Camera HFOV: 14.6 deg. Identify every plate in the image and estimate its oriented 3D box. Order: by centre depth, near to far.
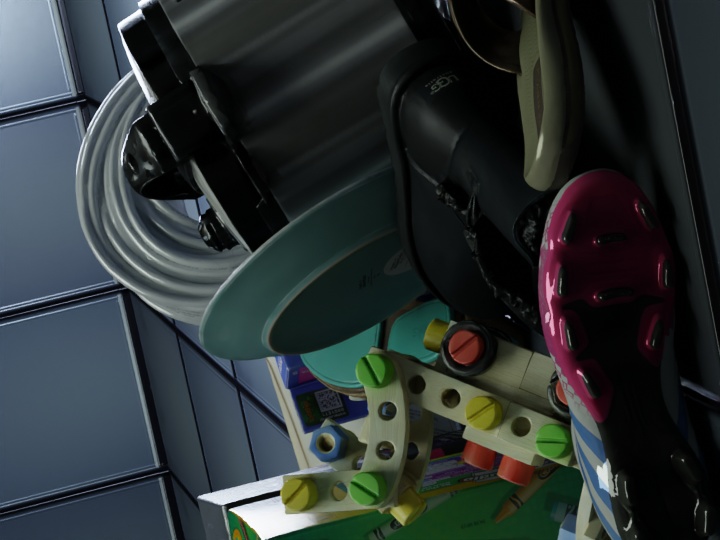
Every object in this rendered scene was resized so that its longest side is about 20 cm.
[{"bbox_3d":[0.000,0.000,1.606,0.026,0.200,0.200,58,163,20],"label":"plate"}]

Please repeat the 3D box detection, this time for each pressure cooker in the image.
[{"bbox_3d":[-0.045,-0.101,1.588,0.176,0.200,0.179,57,-178,-42],"label":"pressure cooker"}]

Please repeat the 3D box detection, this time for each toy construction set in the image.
[{"bbox_3d":[0.068,0.099,1.473,0.092,0.200,0.131,9,-78,-85],"label":"toy construction set"}]

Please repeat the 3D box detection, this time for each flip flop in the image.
[{"bbox_3d":[0.072,-0.126,1.387,0.081,0.057,0.200,95,173,-58],"label":"flip flop"}]

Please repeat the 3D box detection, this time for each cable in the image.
[{"bbox_3d":[-0.083,-0.061,1.819,0.069,0.199,0.200,63,-169,-68],"label":"cable"}]

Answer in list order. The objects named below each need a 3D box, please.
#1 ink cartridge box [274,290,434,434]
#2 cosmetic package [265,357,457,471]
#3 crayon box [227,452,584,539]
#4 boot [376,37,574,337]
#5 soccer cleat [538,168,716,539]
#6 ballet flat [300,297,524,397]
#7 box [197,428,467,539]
[{"bbox_3d":[-0.013,-0.001,1.851,0.042,0.119,0.200,98,156,-66],"label":"ink cartridge box"},{"bbox_3d":[0.010,0.111,1.884,0.103,0.073,0.200,17,-133,-51],"label":"cosmetic package"},{"bbox_3d":[0.034,0.147,1.589,0.119,0.199,0.058,-164,62,-78],"label":"crayon box"},{"bbox_3d":[0.082,-0.007,1.477,0.168,0.076,0.200,54,168,44],"label":"boot"},{"bbox_3d":[0.121,0.048,1.371,0.086,0.070,0.201,-153,50,-75],"label":"soccer cleat"},{"bbox_3d":[0.036,0.047,1.729,0.200,0.072,0.068,-12,65,60],"label":"ballet flat"},{"bbox_3d":[0.014,0.165,1.710,0.122,0.199,0.106,165,92,-80],"label":"box"}]
